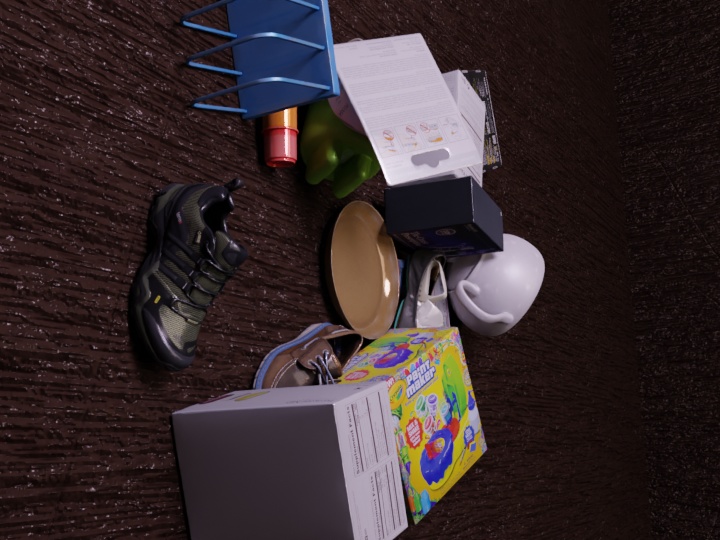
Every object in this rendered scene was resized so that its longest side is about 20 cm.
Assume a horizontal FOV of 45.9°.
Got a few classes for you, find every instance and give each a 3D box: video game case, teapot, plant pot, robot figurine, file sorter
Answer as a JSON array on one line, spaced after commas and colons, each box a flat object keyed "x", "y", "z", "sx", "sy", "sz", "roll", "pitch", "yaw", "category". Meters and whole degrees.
[{"x": 0.097, "y": 0.054, "z": 1.399, "sx": 0.200, "sy": 0.017, "sz": 0.144, "roll": 2, "pitch": 82, "yaw": -61, "category": "video game case"}, {"x": 0.215, "y": 0.011, "z": 1.489, "sx": 0.146, "sy": 0.200, "sz": 0.198, "roll": 31, "pitch": 74, "yaw": -14, "category": "teapot"}, {"x": 0.000, "y": 0.000, "z": 1.229, "sx": 0.200, "sy": 0.027, "sz": 0.201, "roll": 20, "pitch": 66, "yaw": -57, "category": "plant pot"}, {"x": -0.016, "y": -0.200, "z": 1.153, "sx": 0.175, "sy": 0.116, "sz": 0.201, "roll": 26, "pitch": 57, "yaw": -21, "category": "robot figurine"}, {"x": -0.124, "y": -0.288, "z": 0.960, "sx": 0.123, "sy": 0.138, "sz": 0.201, "roll": -7, "pitch": 89, "yaw": -58, "category": "file sorter"}]

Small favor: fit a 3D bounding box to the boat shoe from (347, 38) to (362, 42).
[{"x": 0.015, "y": -0.249, "z": 1.274, "sx": 0.057, "sy": 0.067, "sz": 0.201, "roll": 10, "pitch": 71, "yaw": -55, "category": "boat shoe"}]

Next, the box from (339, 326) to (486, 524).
[{"x": 0.056, "y": 0.203, "z": 1.157, "sx": 0.200, "sy": 0.122, "sz": 0.193, "roll": -30, "pitch": 110, "yaw": -49, "category": "box"}]

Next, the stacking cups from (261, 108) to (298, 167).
[{"x": -0.099, "y": -0.232, "z": 1.074, "sx": 0.060, "sy": 0.060, "sz": 0.201, "roll": 4, "pitch": 82, "yaw": -61, "category": "stacking cups"}]

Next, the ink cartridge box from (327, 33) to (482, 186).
[{"x": 0.049, "y": -0.203, "z": 1.093, "sx": 0.162, "sy": 0.050, "sz": 0.201, "roll": -17, "pitch": 80, "yaw": -32, "category": "ink cartridge box"}]

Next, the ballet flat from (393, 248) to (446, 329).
[{"x": 0.095, "y": 0.049, "z": 1.304, "sx": 0.068, "sy": 0.068, "sz": 0.201, "roll": 57, "pitch": 38, "yaw": -52, "category": "ballet flat"}]

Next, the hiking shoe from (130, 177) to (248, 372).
[{"x": -0.166, "y": 0.000, "z": 0.851, "sx": 0.076, "sy": 0.100, "sz": 0.201, "roll": 26, "pitch": 61, "yaw": -56, "category": "hiking shoe"}]

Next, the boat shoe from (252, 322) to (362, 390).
[{"x": -0.060, "y": 0.116, "z": 1.043, "sx": 0.200, "sy": 0.072, "sz": 0.072, "roll": -47, "pitch": 124, "yaw": -55, "category": "boat shoe"}]

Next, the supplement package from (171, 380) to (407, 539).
[{"x": -0.073, "y": 0.203, "z": 0.868, "sx": 0.111, "sy": 0.199, "sz": 0.156, "roll": -11, "pitch": 93, "yaw": -62, "category": "supplement package"}]

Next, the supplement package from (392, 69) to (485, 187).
[{"x": 0.133, "y": -0.211, "z": 1.425, "sx": 0.117, "sy": 0.117, "sz": 0.201, "roll": 38, "pitch": 52, "yaw": -52, "category": "supplement package"}]

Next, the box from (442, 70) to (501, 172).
[{"x": 0.215, "y": -0.289, "z": 1.664, "sx": 0.160, "sy": 0.049, "sz": 0.201, "roll": -25, "pitch": 105, "yaw": -57, "category": "box"}]

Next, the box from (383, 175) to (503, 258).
[{"x": 0.137, "y": -0.078, "z": 1.348, "sx": 0.200, "sy": 0.141, "sz": 0.079, "roll": 27, "pitch": 56, "yaw": -65, "category": "box"}]
